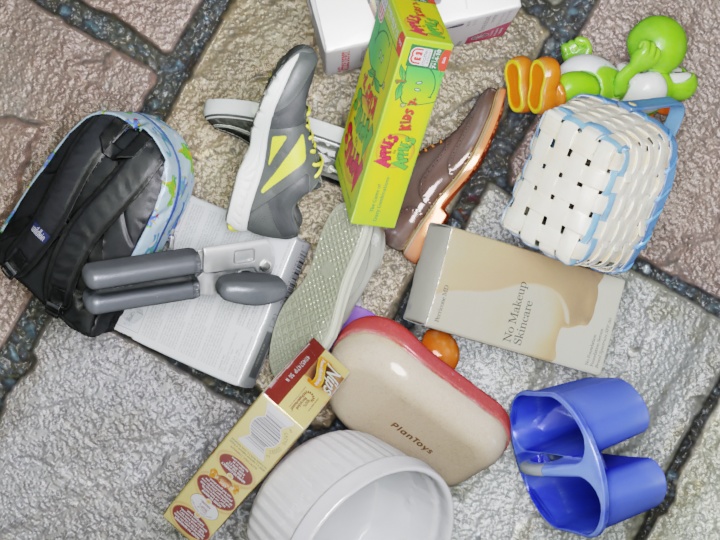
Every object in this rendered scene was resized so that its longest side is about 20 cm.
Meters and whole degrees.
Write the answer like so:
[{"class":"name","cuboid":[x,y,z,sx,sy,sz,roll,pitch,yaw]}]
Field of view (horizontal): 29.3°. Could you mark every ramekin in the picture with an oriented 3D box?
[{"class":"ramekin","cuboid":[-0.017,0.249,1.316,0.105,0.200,0.201,33,86,43]}]

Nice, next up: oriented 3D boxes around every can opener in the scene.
[{"class":"can opener","cuboid":[-0.168,0.007,1.322,0.197,0.066,0.053,-6,116,-22]}]

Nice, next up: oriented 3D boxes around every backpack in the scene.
[{"class":"backpack","cuboid":[-0.252,-0.064,1.366,0.162,0.153,0.202,35,115,18]}]

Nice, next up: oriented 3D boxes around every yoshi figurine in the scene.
[{"class":"yoshi figurine","cuboid":[0.253,-0.211,1.395,0.197,0.112,0.114,-6,60,-20]}]

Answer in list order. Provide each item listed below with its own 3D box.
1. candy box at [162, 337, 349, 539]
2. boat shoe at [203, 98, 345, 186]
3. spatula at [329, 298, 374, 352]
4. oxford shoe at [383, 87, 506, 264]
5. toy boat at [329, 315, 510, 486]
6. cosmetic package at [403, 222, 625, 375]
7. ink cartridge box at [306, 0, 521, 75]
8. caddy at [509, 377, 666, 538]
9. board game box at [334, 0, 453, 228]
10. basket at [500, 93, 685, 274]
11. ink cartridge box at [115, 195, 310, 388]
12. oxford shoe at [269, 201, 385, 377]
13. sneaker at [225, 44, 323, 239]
[{"class":"candy box","cuboid":[-0.101,0.167,1.324,0.055,0.115,0.200,41,123,2]},{"class":"boat shoe","cuboid":[-0.070,-0.125,1.407,0.197,0.071,0.065,16,86,-2]},{"class":"spatula","cuboid":[0.000,0.000,1.408,0.056,0.021,0.203,17,103,21]},{"class":"oxford shoe","cuboid":[0.081,-0.110,1.410,0.072,0.071,0.201,32,87,6]},{"class":"toy boat","cuboid":[0.063,0.112,1.381,0.199,0.130,0.132,37,46,-15]},{"class":"cosmetic package","cuboid":[0.153,0.029,1.374,0.197,0.071,0.107,15,90,-18]},{"class":"ink cartridge box","cuboid":[0.049,-0.266,1.377,0.197,0.145,0.086,-13,89,-1]},{"class":"caddy","cuboid":[0.208,0.181,1.338,0.104,0.200,0.143,-14,89,-16]},{"class":"board game box","cuboid":[0.028,-0.152,1.294,0.047,0.102,0.202,6,127,-17]},{"class":"basket","cuboid":[0.236,-0.088,1.335,0.139,0.199,0.178,34,111,34]},{"class":"ink cartridge box","cuboid":[-0.171,0.010,1.422,0.198,0.057,0.164,21,87,21]},{"class":"oxford shoe","cuboid":[-0.029,0.027,1.376,0.075,0.057,0.202,32,102,34]},{"class":"sneaker","cuboid":[-0.069,-0.122,1.347,0.084,0.075,0.202,18,114,-6]}]
